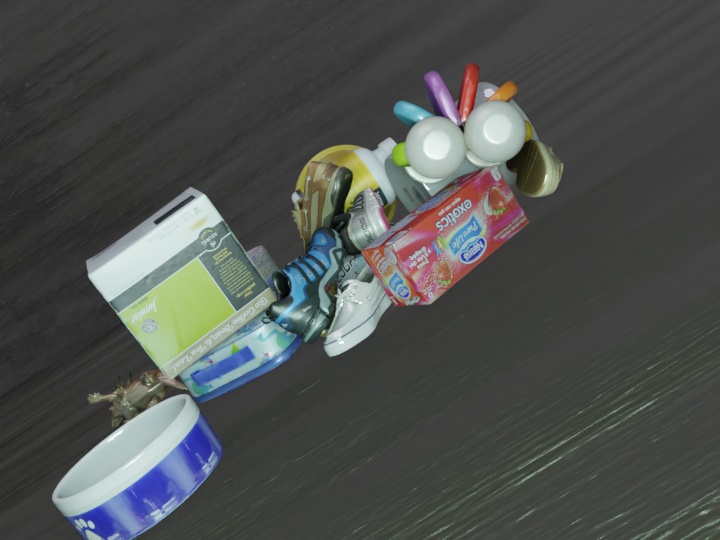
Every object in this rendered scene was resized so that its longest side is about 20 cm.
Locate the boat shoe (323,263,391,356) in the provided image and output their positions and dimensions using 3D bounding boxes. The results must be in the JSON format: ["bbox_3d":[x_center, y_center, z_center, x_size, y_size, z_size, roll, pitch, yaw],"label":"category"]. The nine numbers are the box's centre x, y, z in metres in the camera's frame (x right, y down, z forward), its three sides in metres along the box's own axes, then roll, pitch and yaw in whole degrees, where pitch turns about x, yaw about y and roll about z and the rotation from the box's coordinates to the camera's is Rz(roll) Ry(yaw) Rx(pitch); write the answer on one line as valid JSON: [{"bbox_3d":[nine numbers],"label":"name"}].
[{"bbox_3d":[-0.007,0.045,1.187,0.073,0.066,0.200,-26,14,31],"label":"boat shoe"}]

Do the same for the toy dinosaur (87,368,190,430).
[{"bbox_3d":[-0.377,0.210,1.497,0.199,0.086,0.136,-25,6,11],"label":"toy dinosaur"}]

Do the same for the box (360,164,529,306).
[{"bbox_3d":[0.114,-0.046,1.155,0.200,0.096,0.100,-38,12,-23],"label":"box"}]

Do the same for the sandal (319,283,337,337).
[{"bbox_3d":[-0.063,0.036,1.271,0.080,0.054,0.200,10,26,-5],"label":"sandal"}]

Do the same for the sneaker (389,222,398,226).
[{"bbox_3d":[0.023,-0.042,1.499,0.080,0.074,0.200,-22,9,-28],"label":"sneaker"}]

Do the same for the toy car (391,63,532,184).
[{"bbox_3d":[0.134,-0.210,1.208,0.198,0.151,0.175,-15,2,2],"label":"toy car"}]

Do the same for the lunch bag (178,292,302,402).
[{"bbox_3d":[-0.177,0.116,1.319,0.199,0.083,0.161,-28,11,24],"label":"lunch bag"}]

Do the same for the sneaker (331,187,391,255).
[{"bbox_3d":[-0.004,-0.071,1.321,0.087,0.074,0.200,-25,16,2],"label":"sneaker"}]

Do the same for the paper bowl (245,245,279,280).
[{"bbox_3d":[-0.254,0.045,1.772,0.200,0.105,0.201,-32,12,8],"label":"paper bowl"}]

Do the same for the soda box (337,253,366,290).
[{"bbox_3d":[0.000,0.000,1.365,0.199,0.064,0.068,-21,17,50],"label":"soda box"}]

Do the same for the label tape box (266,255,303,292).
[{"bbox_3d":[-0.114,0.034,1.532,0.144,0.064,0.200,-38,12,-17],"label":"label tape box"}]

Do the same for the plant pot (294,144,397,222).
[{"bbox_3d":[-0.025,-0.141,1.624,0.200,0.202,0.189,-33,4,-2],"label":"plant pot"}]

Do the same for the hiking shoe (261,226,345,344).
[{"bbox_3d":[-0.075,0.003,1.189,0.075,0.086,0.201,-52,20,40],"label":"hiking shoe"}]

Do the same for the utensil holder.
[{"bbox_3d":[0.162,-0.175,1.387,0.200,0.170,0.170,-38,12,-12],"label":"utensil holder"}]

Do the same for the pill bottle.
[{"bbox_3d":[-0.010,-0.138,1.474,0.199,0.112,0.112,-35,11,-1],"label":"pill bottle"}]

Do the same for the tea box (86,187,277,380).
[{"bbox_3d":[-0.266,0.015,1.281,0.199,0.197,0.134,-36,18,-10],"label":"tea box"}]

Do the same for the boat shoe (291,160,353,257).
[{"bbox_3d":[-0.068,-0.091,1.359,0.076,0.073,0.201,-54,-14,-49],"label":"boat shoe"}]

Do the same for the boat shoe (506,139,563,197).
[{"bbox_3d":[0.259,-0.147,1.230,0.200,0.064,0.073,-95,22,-72],"label":"boat shoe"}]

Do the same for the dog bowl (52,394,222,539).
[{"bbox_3d":[-0.270,0.244,1.057,0.199,0.079,0.200,-31,12,7],"label":"dog bowl"}]
